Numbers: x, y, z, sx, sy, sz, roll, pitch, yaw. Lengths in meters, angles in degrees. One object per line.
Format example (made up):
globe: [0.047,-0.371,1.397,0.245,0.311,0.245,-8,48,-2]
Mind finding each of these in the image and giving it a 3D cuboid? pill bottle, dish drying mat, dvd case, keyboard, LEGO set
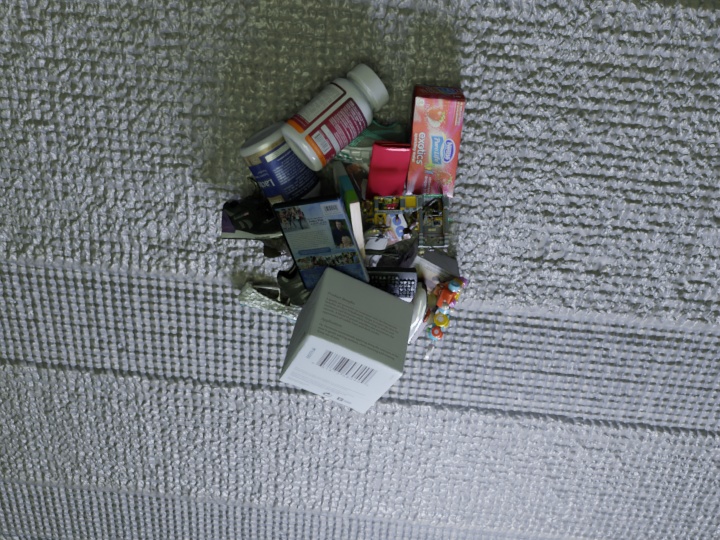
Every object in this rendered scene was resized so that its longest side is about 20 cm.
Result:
pill bottle: [-0.046,-0.294,1.318,0.200,0.109,0.110,-43,111,-8]
dish drying mat: [0.053,-0.186,1.373,0.076,0.018,0.201,1,151,-4]
dvd case: [-0.075,-0.051,1.336,0.141,0.018,0.202,-5,125,21]
keyboard: [0.017,0.008,1.410,0.197,0.021,0.129,0,113,-3]
LEGO set: [0.096,-0.084,1.374,0.197,0.154,0.118,-1,88,-10]
pill bottle: [-0.150,-0.190,1.414,0.115,0.116,0.201,-23,114,16]

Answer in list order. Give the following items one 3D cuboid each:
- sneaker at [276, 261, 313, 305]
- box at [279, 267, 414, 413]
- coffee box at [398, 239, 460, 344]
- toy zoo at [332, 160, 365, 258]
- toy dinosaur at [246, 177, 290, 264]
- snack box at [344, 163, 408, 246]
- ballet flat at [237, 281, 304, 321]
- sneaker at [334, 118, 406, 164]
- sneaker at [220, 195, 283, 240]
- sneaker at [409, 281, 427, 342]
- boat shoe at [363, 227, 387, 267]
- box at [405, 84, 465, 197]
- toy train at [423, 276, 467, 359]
sneaker: [-0.087,-0.014,1.438,0.199,0.076,0.091,-39,117,3]
box: [-0.028,0.141,1.369,0.197,0.173,0.200,23,140,-11]
coffee box: [0.121,0.050,1.543,0.112,0.080,0.201,26,117,-11]
toy zoo: [-0.027,-0.131,1.393,0.020,0.201,0.132,-12,127,-7]
toy dinosaur: [-0.206,-0.099,1.486,0.102,0.077,0.201,-27,107,35]
snack box: [0.039,-0.149,1.474,0.071,0.024,0.201,-22,114,13]
ballet flat: [-0.184,0.075,1.591,0.198,0.072,0.072,18,118,-6]
sneaker: [0.004,-0.265,1.394,0.197,0.078,0.092,10,80,11]
sneaker: [-0.214,-0.108,1.411,0.198,0.075,0.089,3,99,33]
sneaker: [0.075,0.104,1.489,0.092,0.071,0.201,18,121,-12]
boat shoe: [0.000,0.000,1.479,0.070,0.069,0.201,29,100,-30]
box: [0.145,-0.255,1.368,0.098,0.096,0.202,4,119,0]
toy train: [0.162,0.082,1.442,0.055,0.150,0.202,28,126,13]
